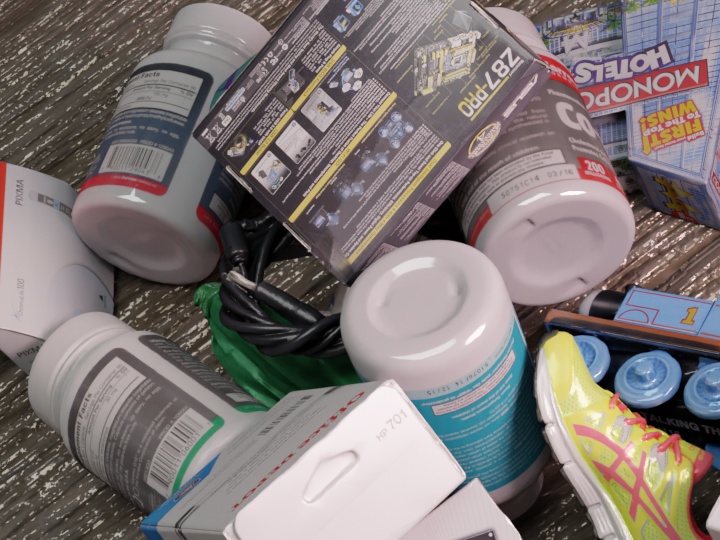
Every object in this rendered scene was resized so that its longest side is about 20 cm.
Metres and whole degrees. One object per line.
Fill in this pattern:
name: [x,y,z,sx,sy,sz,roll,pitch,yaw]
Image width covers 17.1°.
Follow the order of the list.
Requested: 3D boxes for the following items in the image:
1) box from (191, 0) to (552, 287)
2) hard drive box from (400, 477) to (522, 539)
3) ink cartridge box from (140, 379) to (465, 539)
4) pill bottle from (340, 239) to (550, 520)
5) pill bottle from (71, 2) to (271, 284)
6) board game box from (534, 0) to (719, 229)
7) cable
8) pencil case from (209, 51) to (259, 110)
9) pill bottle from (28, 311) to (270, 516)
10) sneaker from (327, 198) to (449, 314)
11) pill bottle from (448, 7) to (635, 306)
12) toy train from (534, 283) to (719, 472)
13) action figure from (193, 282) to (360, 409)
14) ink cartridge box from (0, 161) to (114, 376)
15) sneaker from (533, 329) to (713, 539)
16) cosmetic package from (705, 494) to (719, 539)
box: [0.006,-0.113,1.615,0.161,0.049,0.200,43,100,21]
hard drive box: [0.040,0.252,1.507,0.200,0.077,0.156,-37,82,-2]
ink cartridge box: [-0.041,0.147,1.535,0.146,0.086,0.200,-40,10,-18]
pill bottle: [0.064,0.082,1.577,0.110,0.200,0.111,-12,45,12]
pill bottle: [-0.136,-0.102,1.870,0.119,0.120,0.201,4,58,29]
board game box: [0.204,-0.115,1.749,0.199,0.062,0.201,-12,51,18]
cable: [0.000,0.000,1.666,0.199,0.051,0.164,-2,37,-4]
pencil case: [-0.032,-0.136,1.751,0.200,0.085,0.093,-33,67,54]
pill bottle: [-0.144,0.113,1.721,0.200,0.113,0.113,32,74,39]
sneaker: [0.015,-0.006,1.757,0.072,0.073,0.201,9,63,29]
pill bottle: [0.109,-0.084,1.669,0.113,0.114,0.201,-25,50,8]
toy train: [0.213,0.065,1.603,0.199,0.087,0.114,10,53,34]
action figure: [-0.051,0.063,1.706,0.055,0.119,0.200,-18,44,-42]
ink cartridge box: [-0.252,-0.013,1.808,0.047,0.200,0.161,-17,51,18]
sneaker: [0.178,0.122,1.534,0.090,0.078,0.201,-28,89,13]
cosmetic package: [0.344,0.155,1.412,0.199,0.168,0.167,20,67,35]
